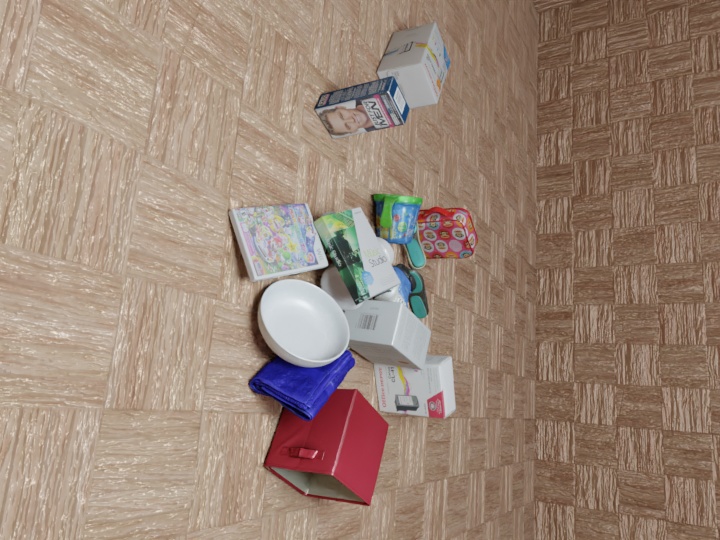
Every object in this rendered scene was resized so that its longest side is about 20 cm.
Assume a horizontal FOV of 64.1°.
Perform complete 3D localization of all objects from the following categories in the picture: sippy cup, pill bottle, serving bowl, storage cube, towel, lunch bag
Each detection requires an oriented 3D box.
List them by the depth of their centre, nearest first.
[{"bbox_3d":[-0.110,0.202,1.168,0.200,0.147,0.050,-43,155,-54],"label":"towel"},{"bbox_3d":[-0.123,0.116,1.169,0.199,0.066,0.201,24,40,-21],"label":"serving bowl"},{"bbox_3d":[-0.064,0.364,1.205,0.200,0.170,0.181,54,42,-42],"label":"storage cube"},{"bbox_3d":[0.000,0.000,1.360,0.200,0.114,0.115,-44,125,-51],"label":"pill bottle"},{"bbox_3d":[0.098,-0.141,1.583,0.177,0.139,0.131,1,97,-36],"label":"sippy cup"},{"bbox_3d":[0.246,-0.121,1.754,0.082,0.199,0.177,-59,137,-37],"label":"lunch bag"}]

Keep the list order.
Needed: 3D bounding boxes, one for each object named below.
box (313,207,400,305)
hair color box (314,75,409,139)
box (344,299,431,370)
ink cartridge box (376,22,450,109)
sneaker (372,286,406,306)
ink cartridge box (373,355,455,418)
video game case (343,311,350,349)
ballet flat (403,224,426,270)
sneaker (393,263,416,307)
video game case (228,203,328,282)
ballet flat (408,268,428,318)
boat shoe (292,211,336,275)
[{"bbox_3d":[-0.005,-0.037,1.258,0.144,0.036,0.201,-22,81,-52],"label":"box"},{"bbox_3d":[0.004,-0.380,1.357,0.100,0.199,0.061,53,44,-43],"label":"hair color box"},{"bbox_3d":[0.063,0.157,1.413,0.200,0.151,0.107,44,56,-53],"label":"box"},{"bbox_3d":[0.161,-0.598,1.701,0.147,0.144,0.201,55,44,-43],"label":"ink cartridge box"},{"bbox_3d":[0.078,0.071,1.430,0.075,0.087,0.200,-53,172,-12],"label":"sneaker"},{"bbox_3d":[0.145,0.305,1.540,0.085,0.199,0.149,-19,103,-58],"label":"ink cartridge box"},{"bbox_3d":[-0.022,0.084,1.448,0.182,0.023,0.202,-22,106,-58],"label":"video game case"},{"bbox_3d":[0.146,-0.096,1.713,0.069,0.069,0.202,-4,80,-60],"label":"ballet flat"},{"bbox_3d":[0.122,0.080,1.637,0.111,0.076,0.201,-29,106,-44],"label":"sneaker"},{"bbox_3d":[-0.159,-0.061,1.154,0.199,0.018,0.144,-12,80,-49],"label":"video game case"},{"bbox_3d":[0.166,0.056,1.741,0.069,0.067,0.201,-73,156,-47],"label":"ballet flat"},{"bbox_3d":[-0.105,-0.048,1.273,0.200,0.075,0.060,-45,167,-34],"label":"boat shoe"}]
